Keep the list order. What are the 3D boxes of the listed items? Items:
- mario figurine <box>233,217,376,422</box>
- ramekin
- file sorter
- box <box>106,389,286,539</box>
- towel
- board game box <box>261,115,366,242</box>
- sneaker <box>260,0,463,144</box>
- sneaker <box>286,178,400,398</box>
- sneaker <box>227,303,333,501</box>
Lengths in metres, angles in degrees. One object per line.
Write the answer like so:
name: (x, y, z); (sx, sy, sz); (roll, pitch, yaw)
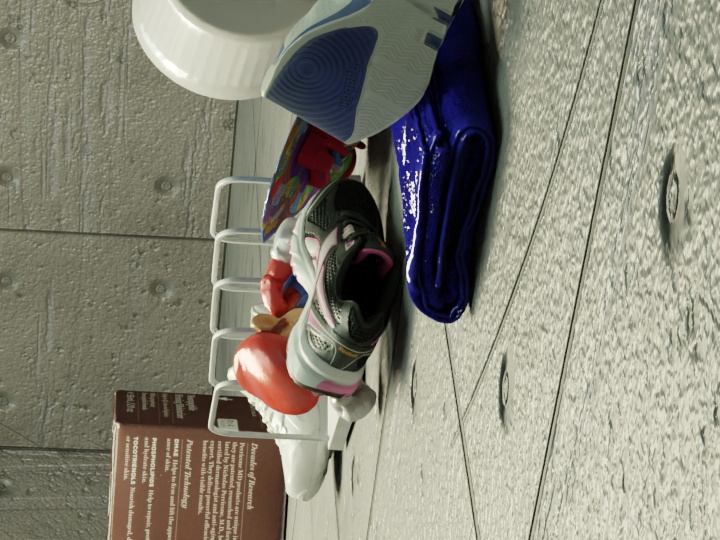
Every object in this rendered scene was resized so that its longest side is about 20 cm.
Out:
mario figurine: (-0.027, 0.036, 1.788); (0.200, 0.123, 0.106); (-76, 12, -55)
ramekin: (-0.137, -0.290, 2.443); (0.098, 0.199, 0.201); (118, 155, -57)
file sorter: (-0.067, 0.035, 1.972); (0.139, 0.124, 0.201); (106, 165, -65)
box: (-0.188, 0.237, 2.626); (0.166, 0.199, 0.165); (-120, 33, -78)
towel: (0.041, -0.085, 1.393); (0.200, 0.049, 0.148); (-95, 11, -51)
board game box: (-0.018, -0.100, 1.853); (0.200, 0.039, 0.159); (-44, -23, -63)
sneaker: (0.029, -0.173, 1.329); (0.200, 0.080, 0.115); (-51, 13, 30)
sneaker: (0.000, 0.000, 1.709); (0.086, 0.080, 0.201); (-51, 28, 38)
sneaker: (-0.072, 0.117, 2.087); (0.078, 0.099, 0.201); (103, 168, -58)
